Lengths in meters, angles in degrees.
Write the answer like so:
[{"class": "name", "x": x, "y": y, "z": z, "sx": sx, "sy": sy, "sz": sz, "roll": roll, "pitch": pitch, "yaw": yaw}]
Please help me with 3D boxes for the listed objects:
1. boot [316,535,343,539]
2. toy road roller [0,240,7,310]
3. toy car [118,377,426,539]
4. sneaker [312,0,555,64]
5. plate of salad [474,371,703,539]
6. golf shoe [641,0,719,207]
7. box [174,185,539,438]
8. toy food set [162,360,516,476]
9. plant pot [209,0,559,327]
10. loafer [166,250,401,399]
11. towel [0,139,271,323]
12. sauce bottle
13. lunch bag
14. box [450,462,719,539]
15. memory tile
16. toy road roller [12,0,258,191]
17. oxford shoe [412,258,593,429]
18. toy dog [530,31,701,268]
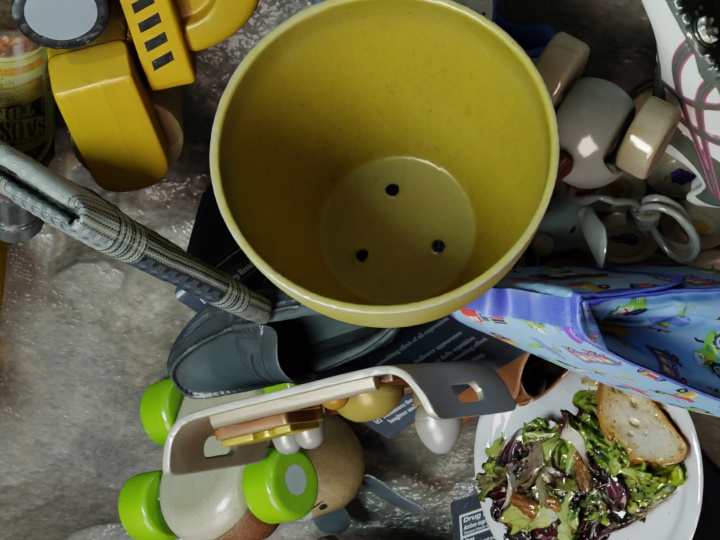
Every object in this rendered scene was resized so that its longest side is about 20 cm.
[{"class": "boot", "x": 0.032, "y": 0.238, "z": 1.643, "sx": 0.138, "sy": 0.078, "sz": 0.200, "roll": -3, "pitch": -177, "yaw": -15}, {"class": "toy road roller", "x": -0.315, "y": 0.036, "z": 1.535, "sx": 0.146, "sy": 0.123, "sz": 0.200, "roll": -15, "pitch": 131, "yaw": 9}, {"class": "toy car", "x": -0.052, "y": 0.162, "z": 1.602, "sx": 0.164, "sy": 0.158, "sz": 0.200, "roll": -15, "pitch": 144, "yaw": 40}, {"class": "sneaker", "x": 0.039, "y": -0.171, "z": 1.297, "sx": 0.200, "sy": 0.075, "sz": 0.088, "roll": 34, "pitch": 120, "yaw": -32}, {"class": "plate of salad", "x": 0.157, "y": 0.145, "z": 1.518, "sx": 0.200, "sy": 0.200, "sz": 0.048, "roll": -33, "pitch": 162, "yaw": 36}, {"class": "golf shoe", "x": 0.206, "y": -0.116, "z": 1.297, "sx": 0.088, "sy": 0.077, "sz": 0.200, "roll": -15, "pitch": 119, "yaw": 34}, {"class": "box", "x": 0.000, "y": 0.000, "z": 1.443, "sx": 0.200, "sy": 0.107, "sz": 0.148, "roll": 35, "pitch": 131, "yaw": -25}, {"class": "toy food set", "x": -0.014, "y": 0.104, "z": 1.374, "sx": 0.200, "sy": 0.061, "sz": 0.143, "roll": -15, "pitch": 173, "yaw": 24}, {"class": "plant pot", "x": 0.018, "y": -0.046, "z": 1.254, "sx": 0.200, "sy": 0.200, "sz": 0.142, "roll": 5, "pitch": 160, "yaw": 6}, {"class": "loafer", "x": -0.050, "y": 0.044, "z": 1.369, "sx": 0.200, "sy": 0.070, "sz": 0.068, "roll": -24, "pitch": 126, "yaw": 30}, {"class": "towel", "x": -0.170, "y": -0.038, "z": 1.333, "sx": 0.200, "sy": 0.035, "sz": 0.192, "roll": 27, "pitch": 179, "yaw": 41}, {"class": "sauce bottle", "x": -0.237, "y": -0.101, "z": 1.416, "sx": 0.066, "sy": 0.066, "sz": 0.200, "roll": 7, "pitch": 136, "yaw": 4}, {"class": "lunch bag", "x": 0.155, "y": 0.035, "z": 1.339, "sx": 0.200, "sy": 0.094, "sz": 0.150, "roll": 8, "pitch": -178, "yaw": -33}, {"class": "box", "x": 0.184, "y": 0.257, "z": 1.594, "sx": 0.200, "sy": 0.199, "sz": 0.123, "roll": -22, "pitch": 143, "yaw": 30}, {"class": "memory tile", "x": 0.223, "y": -0.050, "z": 1.414, "sx": 0.153, "sy": 0.017, "sz": 0.200, "roll": -8, "pitch": 133, "yaw": 19}, {"class": "toy road roller", "x": -0.124, "y": -0.159, "z": 1.289, "sx": 0.146, "sy": 0.123, "sz": 0.200, "roll": -11, "pitch": 135, "yaw": 5}, {"class": "oxford shoe", "x": 0.099, "y": 0.074, "z": 1.510, "sx": 0.071, "sy": 0.071, "sz": 0.200, "roll": 16, "pitch": 137, "yaw": -31}, {"class": "toy dog", "x": 0.133, "y": -0.053, "z": 1.320, "sx": 0.132, "sy": 0.096, "sz": 0.200, "roll": 24, "pitch": 151, "yaw": 31}]
